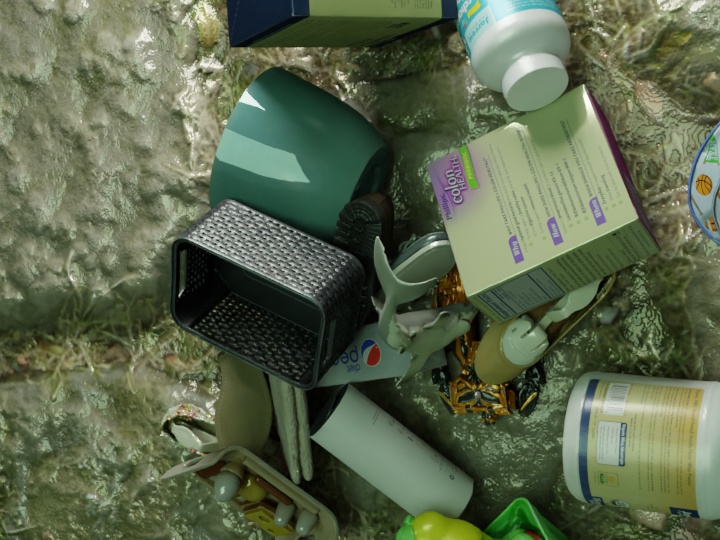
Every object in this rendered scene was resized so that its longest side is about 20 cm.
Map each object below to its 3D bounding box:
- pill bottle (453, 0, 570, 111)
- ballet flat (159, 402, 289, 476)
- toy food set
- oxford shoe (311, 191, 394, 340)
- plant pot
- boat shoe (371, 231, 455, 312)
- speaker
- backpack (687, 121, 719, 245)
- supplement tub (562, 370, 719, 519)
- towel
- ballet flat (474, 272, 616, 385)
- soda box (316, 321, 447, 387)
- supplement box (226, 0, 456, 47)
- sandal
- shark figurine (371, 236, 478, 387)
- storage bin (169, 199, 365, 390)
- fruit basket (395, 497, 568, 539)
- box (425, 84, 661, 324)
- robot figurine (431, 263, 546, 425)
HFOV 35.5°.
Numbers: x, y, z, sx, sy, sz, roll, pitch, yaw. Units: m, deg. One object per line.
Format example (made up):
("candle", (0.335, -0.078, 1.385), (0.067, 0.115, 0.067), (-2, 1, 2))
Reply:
("pill bottle", (0.161, -0.273, 1.228), (0.110, 0.110, 0.201), (-32, 57, 24))
("ballet flat", (-0.186, 0.236, 1.500), (0.198, 0.064, 0.076), (17, 101, 23))
("toy food set", (-0.140, 0.299, 1.415), (0.200, 0.061, 0.143), (40, 143, -19))
("oxford shoe", (0.000, 0.000, 1.300), (0.072, 0.084, 0.201), (30, 121, 13))
("plant pot", (-0.061, -0.119, 1.342), (0.160, 0.200, 0.202), (24, 104, 15))
("boat shoe", (0.053, -0.009, 1.320), (0.200, 0.072, 0.062), (130, 133, -61))
("speaker", (0.037, 0.222, 1.341), (0.199, 0.081, 0.081), (38, 111, -7))
("backpack", (0.429, -0.079, 1.133), (0.190, 0.153, 0.201), (37, 112, 29))
("supplement tub", (0.328, 0.186, 1.200), (0.198, 0.144, 0.146), (3, 96, 26))
("towel", (-0.088, 0.151, 1.388), (0.034, 0.133, 0.202), (-11, 124, -12))
("ballet flat", (0.206, 0.052, 1.256), (0.200, 0.063, 0.069), (-45, 96, 0))
("soda box", (0.007, 0.099, 1.365), (0.199, 0.063, 0.069), (-14, 86, 43))
("supplement box", (-0.028, -0.332, 1.258), (0.200, 0.198, 0.136), (3, 97, 64))
("sandal", (-0.152, 0.159, 1.482), (0.077, 0.070, 0.214), (-12, 67, 5))
("shark figurine", (0.039, 0.046, 1.220), (0.128, 0.214, 0.090), (-46, 62, 6))
("storage bin", (-0.106, 0.026, 1.261), (0.199, 0.094, 0.136), (25, 132, 18))
("fruit basket", (0.136, 0.356, 1.277), (0.216, 0.215, 0.156), (-50, 38, 20))
("box", (0.196, -0.069, 1.226), (0.199, 0.097, 0.177), (-26, 59, 18))
("robot figurine", (0.143, 0.085, 1.329), (0.144, 0.058, 0.202), (-3, 93, 27))
